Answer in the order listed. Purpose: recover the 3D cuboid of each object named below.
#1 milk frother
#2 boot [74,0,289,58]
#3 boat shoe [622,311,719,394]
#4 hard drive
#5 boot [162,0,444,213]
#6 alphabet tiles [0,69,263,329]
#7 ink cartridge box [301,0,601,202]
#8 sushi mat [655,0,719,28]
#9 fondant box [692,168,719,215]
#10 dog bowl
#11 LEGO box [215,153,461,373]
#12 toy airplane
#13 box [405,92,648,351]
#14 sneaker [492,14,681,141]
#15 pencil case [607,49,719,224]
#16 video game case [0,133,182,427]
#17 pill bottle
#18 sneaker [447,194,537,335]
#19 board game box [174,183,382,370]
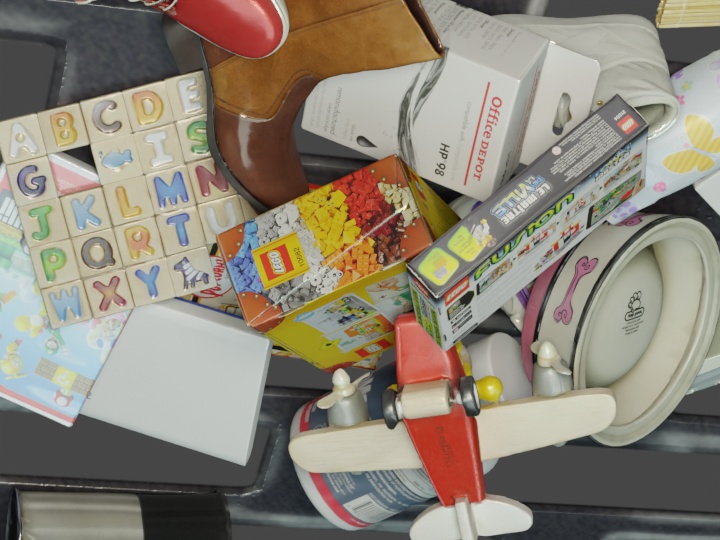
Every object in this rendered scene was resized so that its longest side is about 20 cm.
[{"bbox_3d":[-0.212,0.300,1.884,0.187,0.200,0.181,2,134,-14],"label":"milk frother"},{"bbox_3d":[-0.144,-0.191,1.466,0.200,0.144,0.072,36,121,-10],"label":"boot"},{"bbox_3d":[0.264,0.088,1.892,0.200,0.070,0.072,-20,143,12],"label":"boat shoe"},{"bbox_3d":[-0.175,0.073,1.751,0.199,0.025,0.132,17,125,6],"label":"hard drive"},{"bbox_3d":[-0.023,-0.140,1.566,0.199,0.068,0.189,-14,104,31],"label":"boot"},{"bbox_3d":[-0.162,-0.058,1.659,0.199,0.008,0.168,-15,105,-4],"label":"alphabet tiles"},{"bbox_3d":[0.065,-0.130,1.595,0.199,0.067,0.116,23,130,14],"label":"ink cartridge box"},{"bbox_3d":[0.329,-0.228,1.671,0.199,0.012,0.096,-3,131,-10],"label":"sushi mat"},{"bbox_3d":[0.380,-0.100,1.758,0.200,0.058,0.144,-33,132,20],"label":"fondant box"},{"bbox_3d":[0.211,0.040,1.782,0.200,0.074,0.201,-25,126,-39],"label":"dog bowl"},{"bbox_3d":[0.000,0.000,1.628,0.149,0.077,0.200,-24,162,10],"label":"LEGO box"},{"bbox_3d":[0.071,0.118,1.695,0.199,0.141,0.199,24,128,-19],"label":"toy airplane"},{"bbox_3d":[0.123,-0.033,1.562,0.200,0.035,0.110,-39,159,-11],"label":"box"},{"bbox_3d":[0.142,-0.135,1.642,0.199,0.116,0.074,-8,134,-5],"label":"sneaker"},{"bbox_3d":[0.256,-0.117,1.700,0.200,0.091,0.083,-31,121,16],"label":"pencil case"},{"bbox_3d":[-0.246,0.009,1.688,0.143,0.017,0.200,25,106,-13],"label":"video game case"},{"bbox_3d":[0.051,0.130,1.825,0.200,0.120,0.120,-27,132,26],"label":"pill bottle"},{"bbox_3d":[0.142,0.000,1.789,0.083,0.081,0.200,-37,132,3],"label":"sneaker"},{"bbox_3d":[-0.058,0.001,1.760,0.199,0.046,0.152,10,128,-20],"label":"board game box"}]
